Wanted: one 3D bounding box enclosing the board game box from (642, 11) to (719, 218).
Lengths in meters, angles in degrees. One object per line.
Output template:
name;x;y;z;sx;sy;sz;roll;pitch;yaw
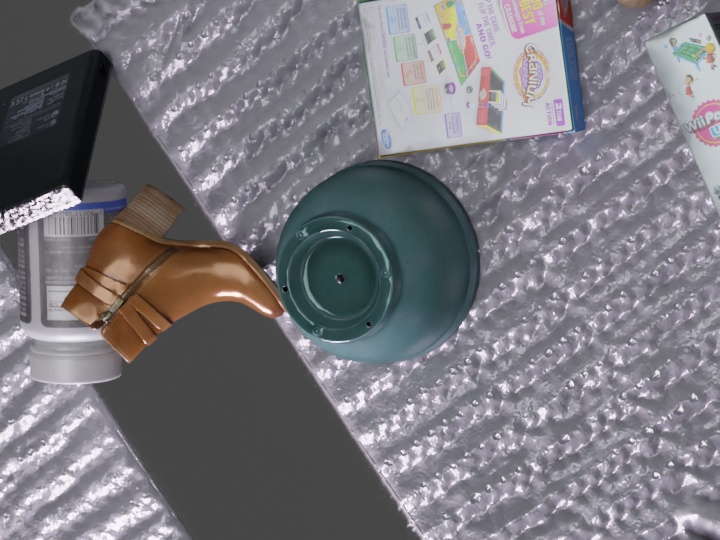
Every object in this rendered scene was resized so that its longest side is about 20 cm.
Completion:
board game box;0.329;-0.123;1.548;0.064;0.147;0.201;-24;88;26

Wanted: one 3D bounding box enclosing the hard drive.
hard drive;-0.328;-0.127;1.806;0.139;0.201;0.033;-19;132;23

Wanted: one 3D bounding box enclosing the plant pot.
plant pot;0.000;0.000;1.709;0.199;0.134;0.201;3;99;21

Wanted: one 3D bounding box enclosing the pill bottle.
pill bottle;-0.295;0.011;1.844;0.113;0.114;0.201;4;99;22

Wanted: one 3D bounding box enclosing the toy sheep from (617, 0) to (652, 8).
toy sheep;0.252;-0.329;1.558;0.137;0.138;0.201;9;101;21

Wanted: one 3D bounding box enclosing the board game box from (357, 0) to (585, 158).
board game box;0.104;-0.193;1.688;0.199;0.040;0.154;-5;96;23

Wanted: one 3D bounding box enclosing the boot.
boot;-0.184;0.029;1.776;0.200;0.077;0.156;36;80;-6
